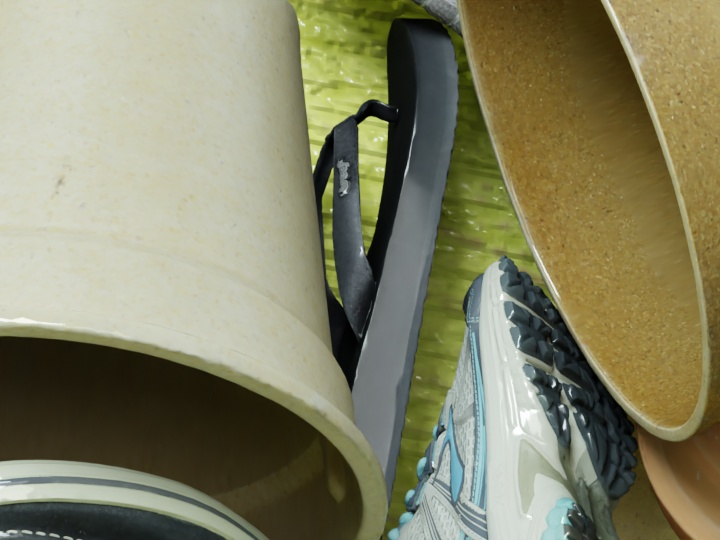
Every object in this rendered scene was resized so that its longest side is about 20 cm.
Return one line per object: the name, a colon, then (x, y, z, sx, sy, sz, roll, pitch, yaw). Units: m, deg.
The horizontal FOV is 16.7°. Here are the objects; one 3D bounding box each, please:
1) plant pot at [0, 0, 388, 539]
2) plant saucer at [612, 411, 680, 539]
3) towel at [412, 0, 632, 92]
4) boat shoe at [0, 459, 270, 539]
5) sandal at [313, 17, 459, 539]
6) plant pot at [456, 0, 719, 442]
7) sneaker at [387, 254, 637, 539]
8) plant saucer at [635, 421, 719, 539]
plant pot: (-0.087, -0.008, 0.771, 0.199, 0.201, 0.184, 7, 57, -7)
plant saucer: (0.185, 0.064, 0.809, 0.199, 0.049, 0.200, 21, 60, 44)
towel: (0.074, -0.153, 0.837, 0.200, 0.086, 0.166, 35, 103, -15)
boat shoe: (-0.054, 0.114, 0.732, 0.200, 0.074, 0.063, 39, 43, -40)
sandal: (0.000, 0.000, 0.830, 0.043, 0.076, 0.201, 12, 68, -5)
plant pot: (0.153, -0.070, 0.754, 0.199, 0.187, 0.187, -21, 74, -9)
sneaker: (0.040, 0.076, 0.791, 0.086, 0.078, 0.201, -29, 34, 20)
plant saucer: (0.183, 0.026, 0.789, 0.199, 0.032, 0.201, -17, 40, 15)
